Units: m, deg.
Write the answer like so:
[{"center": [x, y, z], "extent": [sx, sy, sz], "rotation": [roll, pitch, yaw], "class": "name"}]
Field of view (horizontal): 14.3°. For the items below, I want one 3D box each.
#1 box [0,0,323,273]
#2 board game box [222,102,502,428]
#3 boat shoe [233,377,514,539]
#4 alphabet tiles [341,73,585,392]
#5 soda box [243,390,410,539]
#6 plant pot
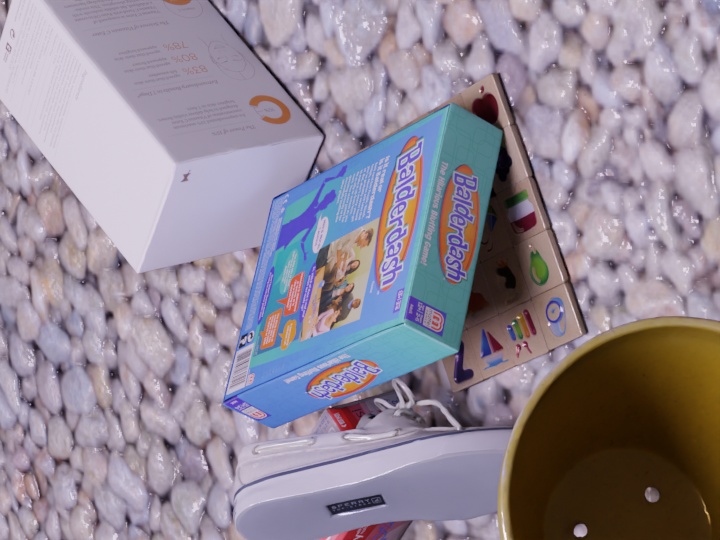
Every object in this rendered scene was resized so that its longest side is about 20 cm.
[{"center": [-0.138, -0.108, 1.905], "extent": [0.200, 0.124, 0.098], "rotation": [50, 135, 31], "class": "box"}, {"center": [0.000, 0.000, 1.756], "extent": [0.200, 0.045, 0.153], "rotation": [-25, 45, 52], "class": "board game box"}, {"center": [0.019, 0.110, 1.769], "extent": [0.075, 0.201, 0.086], "rotation": [64, -163, -49], "class": "boat shoe"}, {"center": [0.052, -0.011, 1.790], "extent": [0.200, 0.008, 0.168], "rotation": [-28, 79, 51], "class": "alphabet tiles"}, {"center": [-0.021, 0.169, 1.887], "extent": [0.070, 0.063, 0.200], "rotation": [55, 136, 25], "class": "soda box"}, {"center": [0.160, 0.137, 1.574], "extent": [0.142, 0.199, 0.201], "rotation": [128, 124, -75], "class": "plant pot"}]
